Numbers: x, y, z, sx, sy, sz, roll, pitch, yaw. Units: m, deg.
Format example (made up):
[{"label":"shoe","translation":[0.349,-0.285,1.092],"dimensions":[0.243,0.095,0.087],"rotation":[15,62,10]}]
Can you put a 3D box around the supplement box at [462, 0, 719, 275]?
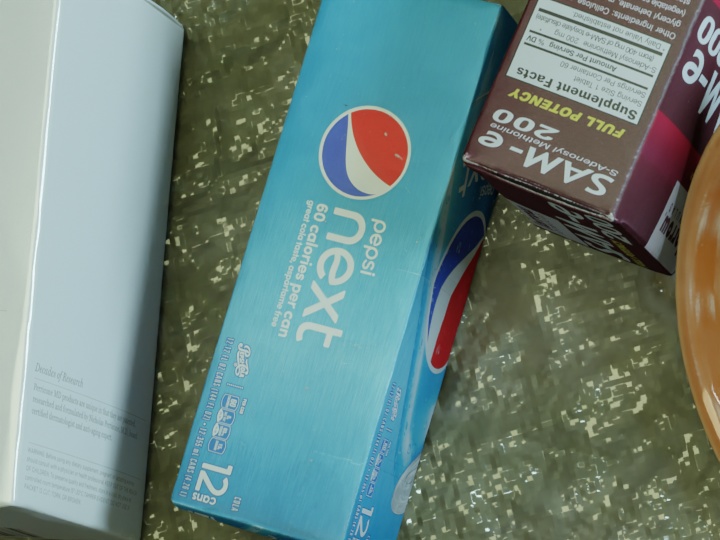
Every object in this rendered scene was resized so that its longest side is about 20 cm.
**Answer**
[{"label":"supplement box","translation":[0.111,-0.107,1.006],"dimensions":[0.061,0.109,0.200],"rotation":[22,87,19]}]

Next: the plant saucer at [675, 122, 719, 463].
[{"label":"plant saucer","translation":[0.187,0.020,0.947],"dimensions":[0.200,0.037,0.201],"rotation":[19,116,44]}]

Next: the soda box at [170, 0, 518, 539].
[{"label":"soda box","translation":[0.000,0.000,1.042],"dimensions":[0.068,0.064,0.200],"rotation":[15,84,19]}]

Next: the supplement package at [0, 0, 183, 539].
[{"label":"supplement package","translation":[-0.145,-0.008,1.058],"dimensions":[0.121,0.120,0.200],"rotation":[1,80,19]}]
